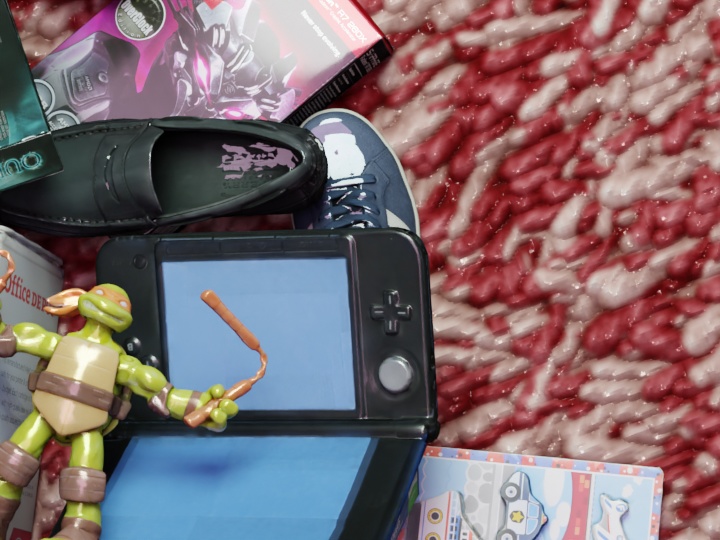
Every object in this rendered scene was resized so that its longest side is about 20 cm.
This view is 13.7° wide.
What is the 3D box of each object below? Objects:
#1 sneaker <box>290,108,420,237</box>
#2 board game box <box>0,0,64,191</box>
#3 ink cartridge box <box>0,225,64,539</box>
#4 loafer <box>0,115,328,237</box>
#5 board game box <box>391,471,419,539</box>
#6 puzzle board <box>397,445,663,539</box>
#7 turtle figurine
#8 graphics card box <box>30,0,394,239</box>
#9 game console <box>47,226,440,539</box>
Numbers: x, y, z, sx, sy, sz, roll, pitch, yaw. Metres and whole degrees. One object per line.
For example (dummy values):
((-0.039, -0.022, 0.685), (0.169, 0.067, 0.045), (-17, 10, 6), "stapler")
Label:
((0.000, 0.000, 1.698), (0.075, 0.085, 0.200), (-13, 80, 5), "sneaker")
((-0.249, -0.089, 1.692), (0.135, 0.200, 0.028), (-19, 121, -4), "board game box")
((-0.232, 0.078, 1.683), (0.085, 0.146, 0.200), (7, 82, 10), "ink cartridge box")
((-0.118, -0.057, 1.678), (0.200, 0.070, 0.068), (-3, 82, 6), "loafer")
((-0.064, 0.172, 1.650), (0.135, 0.034, 0.200), (15, 52, 14), "board game box")
((0.088, 0.204, 1.692), (0.151, 0.017, 0.200), (5, 82, 7), "puzzle board")
((-0.163, 0.069, 1.599), (0.200, 0.064, 0.161), (21, 79, -5), "turtle figurine")
((-0.096, -0.114, 1.744), (0.200, 0.051, 0.126), (-39, 80, 1), "graphics card box")
((-0.069, 0.069, 1.617), (0.200, 0.118, 0.171), (-1, 97, 21), "game console")
